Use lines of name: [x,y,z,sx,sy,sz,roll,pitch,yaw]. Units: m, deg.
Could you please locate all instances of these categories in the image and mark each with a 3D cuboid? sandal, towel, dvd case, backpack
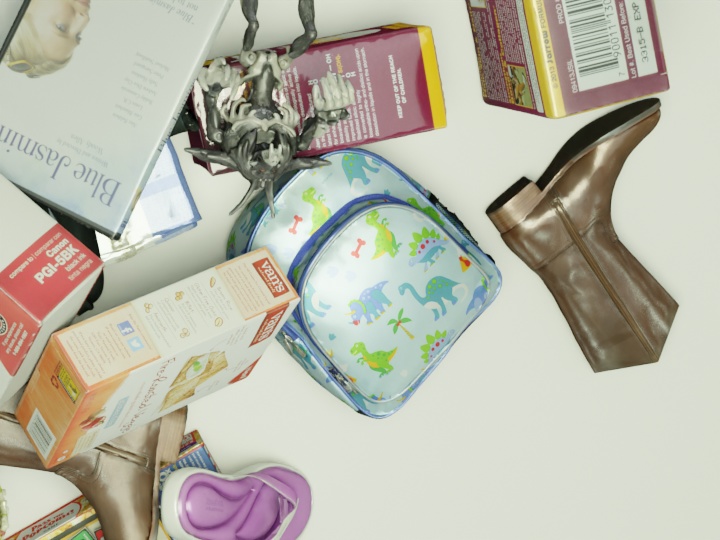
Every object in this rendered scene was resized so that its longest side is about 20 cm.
sandal: [-0.089,0.202,1.473,0.202,0.050,0.083,7,83,-57]
towel: [-0.240,-0.064,1.400,0.199,0.024,0.148,-23,102,-11]
dvd case: [-0.197,-0.141,1.302,0.142,0.018,0.201,25,89,8]
backpack: [0.000,0.000,1.468,0.200,0.147,0.183,44,86,-12]

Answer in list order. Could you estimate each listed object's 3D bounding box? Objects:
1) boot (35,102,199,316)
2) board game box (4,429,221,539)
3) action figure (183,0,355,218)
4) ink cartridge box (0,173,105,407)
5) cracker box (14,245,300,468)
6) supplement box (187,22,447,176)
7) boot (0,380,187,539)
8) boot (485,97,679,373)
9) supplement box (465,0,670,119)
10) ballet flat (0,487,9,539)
boot: [-0.200,-0.087,1.358,0.162,0.073,0.199,-30,96,-6]
board game box: [-0.189,0.253,1.522,0.199,0.046,0.152,-29,105,-6]
action figure: [-0.069,-0.140,1.338,0.118,0.102,0.201,3,90,-12]
ink cartridge box: [-0.303,-0.012,1.299,0.200,0.147,0.083,41,48,2]
cracker box: [-0.157,0.067,1.372,0.199,0.134,0.058,-25,72,-34]
supplement box: [-0.042,-0.142,1.451,0.199,0.110,0.086,-12,101,-10]
boot: [-0.257,0.166,1.431,0.199,0.064,0.187,16,79,-15]
boot: [0.234,-0.026,1.556,0.186,0.064,0.200,-36,102,10]
supplement box: [0.160,-0.201,1.437,0.103,0.200,0.132,-15,103,-10]
ballet flat: [-0.308,0.121,1.354,0.075,0.064,0.201,-20,93,-37]
